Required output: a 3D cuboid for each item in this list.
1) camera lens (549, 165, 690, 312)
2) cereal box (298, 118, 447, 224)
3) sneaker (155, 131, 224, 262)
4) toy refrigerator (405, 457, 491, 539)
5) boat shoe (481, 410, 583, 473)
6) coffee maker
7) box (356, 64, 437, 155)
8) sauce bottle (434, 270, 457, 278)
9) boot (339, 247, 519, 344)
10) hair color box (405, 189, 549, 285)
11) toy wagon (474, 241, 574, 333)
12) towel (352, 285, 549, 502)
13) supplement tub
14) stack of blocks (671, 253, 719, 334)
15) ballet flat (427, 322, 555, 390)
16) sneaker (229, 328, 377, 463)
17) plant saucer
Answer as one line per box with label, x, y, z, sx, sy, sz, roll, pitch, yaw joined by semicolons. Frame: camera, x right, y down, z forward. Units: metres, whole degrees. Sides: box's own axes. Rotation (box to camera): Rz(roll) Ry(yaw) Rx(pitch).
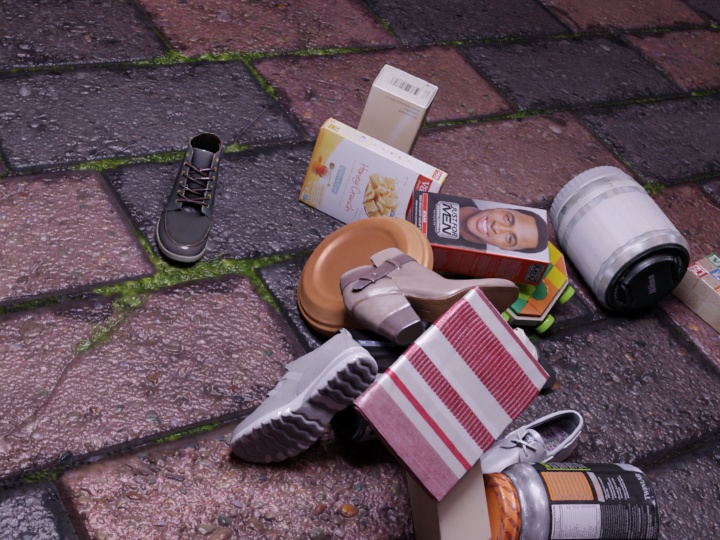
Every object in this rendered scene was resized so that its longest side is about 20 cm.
camera lens;0.406;-0.047;1.678;0.159;0.160;0.200;-3;44;-27
cereal box;0.016;-0.125;1.606;0.199;0.144;0.040;26;39;8
sneaker;-0.239;-0.107;1.499;0.074;0.107;0.200;11;40;-12
toy refrigerator;0.094;0.207;1.215;0.070;0.076;0.201;-8;88;-22
boat shoe;0.209;0.228;1.343;0.199;0.069;0.072;-12;49;-35
coffee maker;0.056;0.140;1.349;0.199;0.135;0.192;3;5;-22
box;0.040;-0.206;1.665;0.095;0.201;0.078;23;38;4
sauce bottle;0.105;-0.016;1.586;0.199;0.066;0.066;-2;44;-31
boot;0.077;0.019;1.331;0.199;0.071;0.146;-16;38;-21
hair color box;0.165;-0.047;1.527;0.199;0.061;0.102;8;52;-6
toy wagon;0.228;0.022;1.573;0.155;0.040;0.200;43;55;-2
towel;0.103;0.133;1.174;0.200;0.023;0.144;-43;99;-21
supplement tub;0.235;0.286;1.245;0.199;0.123;0.123;5;41;-19
stack of blocks;0.619;0.062;1.729;0.115;0.059;0.200;-20;54;-39
ballet flat;0.184;0.101;1.478;0.199;0.069;0.068;26;55;7
sneaker;-0.069;0.149;1.246;0.075;0.200;0.082;50;7;-38
plant saucer;0.000;0.000;1.444;0.199;0.038;0.201;-16;46;18
